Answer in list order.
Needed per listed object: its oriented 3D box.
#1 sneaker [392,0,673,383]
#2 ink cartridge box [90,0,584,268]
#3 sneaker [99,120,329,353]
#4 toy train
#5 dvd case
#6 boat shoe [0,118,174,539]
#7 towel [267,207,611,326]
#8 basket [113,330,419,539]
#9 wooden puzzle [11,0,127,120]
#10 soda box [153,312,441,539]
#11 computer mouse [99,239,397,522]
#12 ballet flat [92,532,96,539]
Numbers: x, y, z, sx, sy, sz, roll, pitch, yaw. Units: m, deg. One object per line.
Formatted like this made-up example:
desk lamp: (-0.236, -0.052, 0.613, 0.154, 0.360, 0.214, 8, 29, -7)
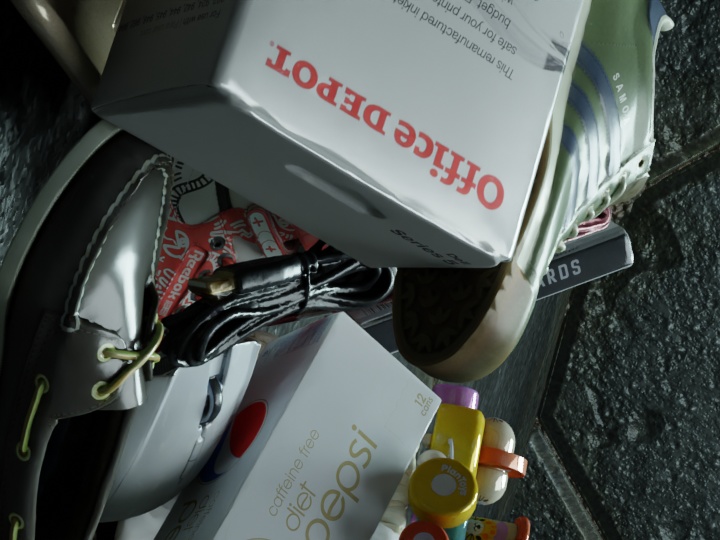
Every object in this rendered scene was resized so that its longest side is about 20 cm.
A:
sneaker: (0.079, -0.041, 0.831, 0.090, 0.067, 0.202, 31, 65, -38)
ink cartridge box: (0.007, -0.119, 0.768, 0.145, 0.084, 0.201, 29, 71, -35)
sneaker: (-0.066, -0.008, 0.914, 0.067, 0.107, 0.203, -33, 139, -73)
toy train: (0.046, 0.138, 0.991, 0.200, 0.055, 0.152, -64, 162, -76)
dvd case: (0.042, -0.013, 1.150, 0.200, 0.149, 0.025, -135, -152, -68)
boat shoe: (-0.105, 0.036, 0.801, 0.072, 0.060, 0.202, -28, 147, -54)
towel: (0.000, 0.000, 0.995, 0.144, 0.199, 0.023, -18, 94, -47)
basket: (-0.052, 0.139, 1.092, 0.201, 0.135, 0.124, 107, 0, -46)
wooden puzzle: (-0.084, -0.157, 0.783, 0.185, 0.046, 0.202, 65, 40, -74)
soda box: (-0.043, 0.118, 0.919, 0.064, 0.068, 0.201, -23, -148, 53)
computer mouse: (-0.072, 0.057, 0.895, 0.109, 0.044, 0.200, -20, 161, -45)
ballet flat: (-0.128, 0.158, 0.965, 0.200, 0.065, 0.071, 73, 34, -71)
